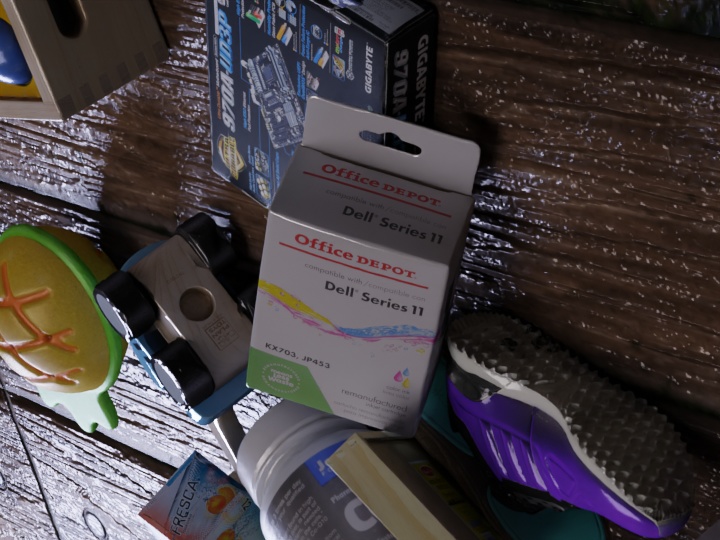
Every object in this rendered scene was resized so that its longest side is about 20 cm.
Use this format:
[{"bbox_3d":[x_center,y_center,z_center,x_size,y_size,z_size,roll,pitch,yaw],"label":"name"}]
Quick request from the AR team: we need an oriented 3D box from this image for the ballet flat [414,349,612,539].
[{"bbox_3d":[0.090,0.131,1.436,0.200,0.068,0.072,43,167,20],"label":"ballet flat"}]

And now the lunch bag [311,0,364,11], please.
[{"bbox_3d":[-0.063,-0.248,1.226,0.199,0.139,0.168,34,159,32],"label":"lunch bag"}]

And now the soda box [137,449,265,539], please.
[{"bbox_3d":[-0.097,0.222,1.701,0.063,0.068,0.200,33,162,32],"label":"soda box"}]

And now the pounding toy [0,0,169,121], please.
[{"bbox_3d":[-0.268,-0.207,1.523,0.183,0.142,0.201,7,125,50],"label":"pounding toy"}]

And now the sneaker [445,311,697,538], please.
[{"bbox_3d":[0.123,0.114,1.345,0.200,0.069,0.100,41,133,38],"label":"sneaker"}]

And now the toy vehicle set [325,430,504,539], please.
[{"bbox_3d":[0.055,0.155,1.412,0.124,0.027,0.200,46,-172,13],"label":"toy vehicle set"}]

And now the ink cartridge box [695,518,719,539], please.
[{"bbox_3d":[0.223,0.257,1.299,0.125,0.128,0.201,28,140,36],"label":"ink cartridge box"}]

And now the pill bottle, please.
[{"bbox_3d":[0.001,0.181,1.516,0.200,0.113,0.114,50,152,38],"label":"pill bottle"}]

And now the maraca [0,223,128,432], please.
[{"bbox_3d":[-0.238,0.047,1.750,0.137,0.107,0.201,33,142,29],"label":"maraca"}]

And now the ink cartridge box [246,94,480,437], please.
[{"bbox_3d":[0.000,0.000,1.343,0.116,0.068,0.201,16,136,7],"label":"ink cartridge box"}]

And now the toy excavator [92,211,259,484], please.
[{"bbox_3d":[-0.109,0.076,1.637,0.195,0.100,0.200,51,162,7],"label":"toy excavator"}]

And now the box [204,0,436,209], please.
[{"bbox_3d":[-0.028,-0.108,1.380,0.159,0.046,0.201,34,143,30],"label":"box"}]
